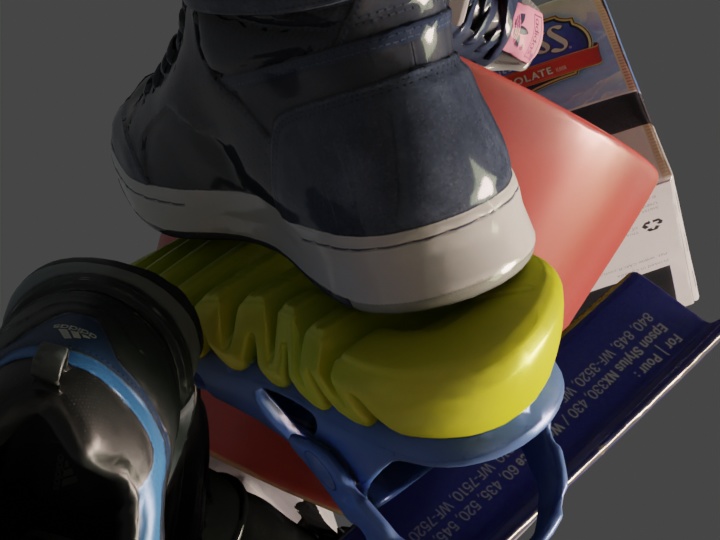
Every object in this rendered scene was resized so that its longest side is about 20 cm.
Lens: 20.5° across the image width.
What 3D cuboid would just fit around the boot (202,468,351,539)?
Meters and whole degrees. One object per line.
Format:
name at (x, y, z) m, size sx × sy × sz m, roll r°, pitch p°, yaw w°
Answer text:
boot at (-0.040, 0.186, 0.820) m, size 0.073 × 0.162 × 0.200 m, roll 16°, pitch -101°, yaw 59°

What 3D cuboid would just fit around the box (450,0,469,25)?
box at (0.007, -0.169, 0.627) m, size 0.200 × 0.100 × 0.114 m, roll 101°, pitch 4°, yaw -78°

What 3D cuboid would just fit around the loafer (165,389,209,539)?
loafer at (-0.084, 0.116, 0.660) m, size 0.070 × 0.067 × 0.203 m, roll -44°, pitch 146°, yaw -71°

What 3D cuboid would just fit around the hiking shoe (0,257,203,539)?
hiking shoe at (-0.086, 0.100, 0.519) m, size 0.087 × 0.074 × 0.202 m, roll -63°, pitch 157°, yaw -70°

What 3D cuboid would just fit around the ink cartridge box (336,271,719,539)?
ink cartridge box at (0.028, 0.084, 0.657) m, size 0.197 × 0.047 × 0.200 m, roll -39°, pitch 167°, yaw -32°

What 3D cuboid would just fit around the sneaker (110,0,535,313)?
sneaker at (-0.030, -0.080, 0.541) m, size 0.202 × 0.076 × 0.148 m, roll 19°, pitch -50°, yaw 60°

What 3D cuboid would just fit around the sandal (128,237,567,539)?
sandal at (-0.007, 0.032, 0.563) m, size 0.200 × 0.079 × 0.088 m, roll 26°, pitch -39°, yaw 59°

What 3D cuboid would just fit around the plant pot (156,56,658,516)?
plant pot at (0.000, 0.000, 0.828) m, size 0.200 × 0.199 × 0.179 m, roll -39°, pitch 152°, yaw -89°

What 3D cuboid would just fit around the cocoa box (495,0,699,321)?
cocoa box at (0.060, -0.035, 1.051) m, size 0.134 × 0.198 × 0.132 m, roll 65°, pitch 8°, yaw -57°

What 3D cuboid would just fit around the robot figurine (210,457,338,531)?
robot figurine at (-0.064, 0.140, 0.953) m, size 0.169 × 0.113 × 0.200 m, roll -35°, pitch 176°, yaw -4°

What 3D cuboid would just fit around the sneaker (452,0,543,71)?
sneaker at (0.043, -0.121, 0.865) m, size 0.200 × 0.081 × 0.071 m, roll -35°, pitch 149°, yaw -81°
